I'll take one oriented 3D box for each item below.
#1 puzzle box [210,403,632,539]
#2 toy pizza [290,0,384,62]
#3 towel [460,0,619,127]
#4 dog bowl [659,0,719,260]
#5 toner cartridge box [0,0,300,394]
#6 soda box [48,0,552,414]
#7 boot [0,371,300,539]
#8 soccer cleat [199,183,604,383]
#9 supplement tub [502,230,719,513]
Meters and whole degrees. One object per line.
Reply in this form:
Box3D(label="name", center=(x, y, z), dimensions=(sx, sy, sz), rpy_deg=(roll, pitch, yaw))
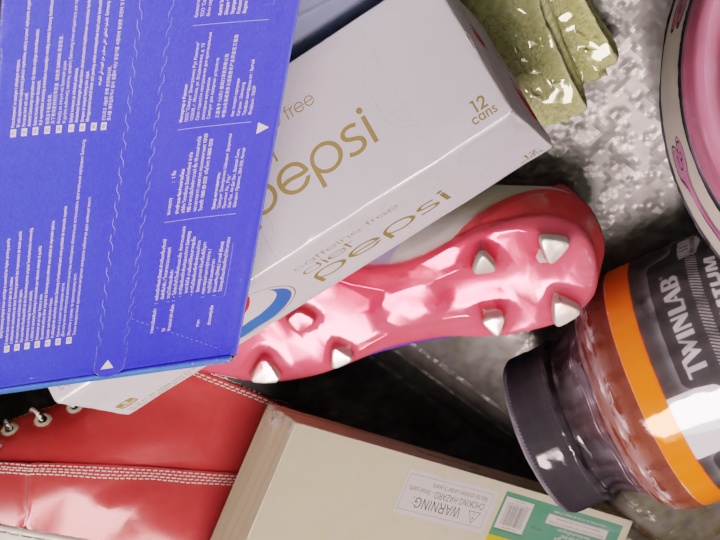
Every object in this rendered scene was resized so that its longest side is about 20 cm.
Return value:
Box3D(label="puzzle box", center=(0.018, 0.143, 0.880), dimensions=(0.200, 0.025, 0.133), rpy_deg=(20, 95, -37))
Box3D(label="toy pizza", center=(-0.079, -0.075, 0.727), dimensions=(0.200, 0.032, 0.200), rpy_deg=(-25, 161, -9))
Box3D(label="towel", center=(-0.012, -0.098, 0.808), dimensions=(0.199, 0.037, 0.149), rpy_deg=(-20, 121, 14))
Box3D(label="dog bowl", center=(0.203, -0.069, 0.734), dimensions=(0.199, 0.074, 0.201), rpy_deg=(0, 88, 12))
Box3D(label="toner cartridge box", center=(-0.075, -0.053, 0.640), dimensions=(0.095, 0.043, 0.200), rpy_deg=(-6, 132, -23))
Box3D(label="soda box", center=(-0.034, -0.024, 0.766), dimensions=(0.200, 0.068, 0.064), rpy_deg=(-33, 75, 11))
Box3D(label="boot", center=(-0.127, 0.060, 0.876), dimensions=(0.199, 0.072, 0.145), rpy_deg=(10, 84, -5))
Box3D(label="soccer cleat", center=(0.000, 0.000, 0.845), dimensions=(0.199, 0.077, 0.067), rpy_deg=(-7, 113, 7))
Box3D(label="supplement tub", center=(0.161, 0.031, 0.842), dimensions=(0.200, 0.107, 0.107), rpy_deg=(-25, 119, 17))
